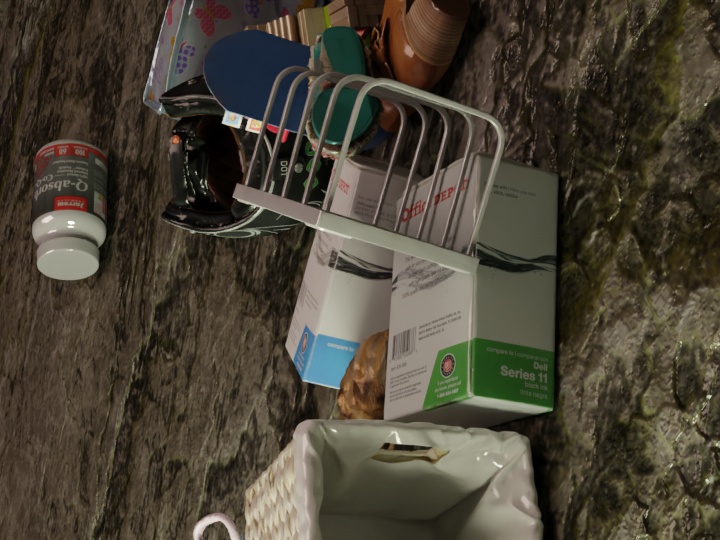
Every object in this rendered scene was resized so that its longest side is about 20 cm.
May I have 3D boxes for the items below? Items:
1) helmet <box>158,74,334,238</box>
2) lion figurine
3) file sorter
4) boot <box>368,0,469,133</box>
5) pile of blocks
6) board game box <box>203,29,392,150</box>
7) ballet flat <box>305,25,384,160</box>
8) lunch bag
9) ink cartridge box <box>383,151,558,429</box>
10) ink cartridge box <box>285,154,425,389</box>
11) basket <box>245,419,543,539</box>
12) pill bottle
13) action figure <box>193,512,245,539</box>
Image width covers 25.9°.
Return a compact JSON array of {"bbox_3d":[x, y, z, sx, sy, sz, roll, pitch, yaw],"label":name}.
[{"bbox_3d":[-0.122,-0.126,1.664,0.191,0.199,0.201,-29,-37,-64],"label":"helmet"},{"bbox_3d":[0.012,0.156,1.376,0.123,0.072,0.201,-75,-9,-49],"label":"lion figurine"},{"bbox_3d":[0.007,-0.086,1.248,0.200,0.138,0.125,23,96,66],"label":"file sorter"},{"bbox_3d":[0.043,-0.247,1.527,0.156,0.076,0.201,-61,38,41],"label":"boot"},{"bbox_3d":[-0.045,-0.244,1.674,0.199,0.082,0.062,-9,88,41],"label":"pile of blocks"},{"bbox_3d":[-0.063,-0.167,1.555,0.158,0.199,0.039,-83,13,-51],"label":"board game box"},{"bbox_3d":[-0.016,-0.153,1.459,0.200,0.075,0.064,-87,0,-49],"label":"ballet flat"},{"bbox_3d":[-0.141,-0.263,1.790,0.127,0.169,0.201,-138,60,-66],"label":"lunch bag"},{"bbox_3d":[0.090,0.022,1.282,0.146,0.083,0.201,-25,58,61],"label":"ink cartridge box"},{"bbox_3d":[0.000,0.000,1.449,0.145,0.084,0.201,-130,54,-76],"label":"ink cartridge box"},{"bbox_3d":[0.025,0.236,1.200,0.161,0.197,0.201,131,139,-54],"label":"basket"},{"bbox_3d":[-0.452,-0.094,2.434,0.116,0.115,0.201,-46,41,49],"label":"pill bottle"},{"bbox_3d":[-0.089,0.336,1.470,0.134,0.149,0.201,-32,37,49],"label":"action figure"}]
